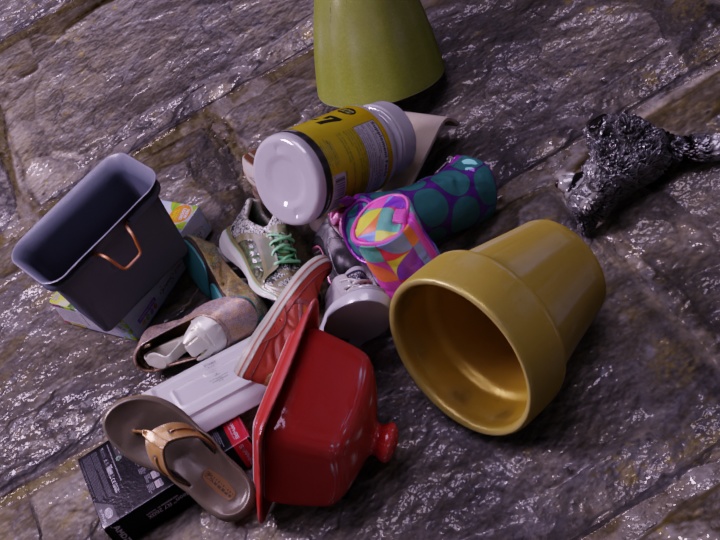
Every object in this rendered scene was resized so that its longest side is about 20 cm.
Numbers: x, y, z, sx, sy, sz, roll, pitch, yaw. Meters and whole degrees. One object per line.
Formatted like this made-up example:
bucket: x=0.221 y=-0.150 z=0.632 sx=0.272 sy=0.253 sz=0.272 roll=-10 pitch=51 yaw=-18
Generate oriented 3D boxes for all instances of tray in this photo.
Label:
tray: x=-0.165 y=0.132 z=1.632 sx=0.198 sy=0.022 sz=0.107 roll=-27 pitch=42 yaw=-15

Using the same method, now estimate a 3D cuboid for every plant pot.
plant pot: x=0.009 y=-0.355 z=1.900 sx=0.185 sy=0.202 sz=0.188 roll=-11 pitch=28 yaw=6
plant pot: x=0.163 y=0.045 z=1.504 sx=0.199 sy=0.203 sz=0.188 roll=21 pitch=47 yaw=39

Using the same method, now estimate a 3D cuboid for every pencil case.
pencil case: x=0.066 y=0.004 z=1.583 sx=0.088 sy=0.201 sz=0.089 roll=-21 pitch=40 yaw=19
pencil case: x=0.072 y=-0.076 z=1.677 sx=0.199 sy=0.093 sz=0.085 roll=-23 pitch=-3 yaw=-37

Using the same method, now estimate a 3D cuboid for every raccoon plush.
raccoon plush: x=0.332 y=-0.112 z=1.631 sx=0.198 sy=0.097 sz=0.135 roll=-4 pitch=56 yaw=24

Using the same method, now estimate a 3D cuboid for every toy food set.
toy food set: x=0.031 y=-0.128 z=1.828 sx=0.142 sy=0.061 sz=0.202 roll=11 pitch=65 yaw=34

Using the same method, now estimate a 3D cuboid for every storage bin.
storage bin: x=-0.316 y=-0.024 z=1.764 sx=0.200 sy=0.135 sz=0.145 roll=-47 pitch=44 yaw=-14

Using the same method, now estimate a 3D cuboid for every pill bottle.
pill bottle: x=-0.027 y=-0.138 z=1.696 sx=0.113 sy=0.116 sz=0.199 roll=16 pitch=29 yaw=37

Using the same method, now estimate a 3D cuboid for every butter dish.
butter dish: x=-0.030 y=0.170 z=1.507 sx=0.146 sy=0.201 sz=0.201 roll=16 pitch=53 yaw=8

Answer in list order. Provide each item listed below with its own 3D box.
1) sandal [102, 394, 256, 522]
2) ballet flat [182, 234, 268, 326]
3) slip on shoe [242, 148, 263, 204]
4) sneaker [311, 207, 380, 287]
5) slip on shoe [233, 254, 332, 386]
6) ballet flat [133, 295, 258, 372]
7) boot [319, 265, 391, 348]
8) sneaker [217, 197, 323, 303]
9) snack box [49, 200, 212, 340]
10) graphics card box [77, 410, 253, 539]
sandal: x=-0.202 y=0.208 z=1.546 sx=0.199 sy=0.054 sz=0.081 roll=37 pitch=84 yaw=6
ballet flat: x=-0.175 y=0.014 z=1.793 sx=0.070 sy=0.071 sz=0.200 roll=-34 pitch=43 yaw=-6
slip on shoe: x=-0.105 y=-0.105 z=1.836 sx=0.075 sy=0.061 sz=0.200 roll=-17 pitch=28 yaw=-22
sneaker: x=0.000 y=0.000 z=1.718 sx=0.096 sy=0.078 sz=0.201 roll=-53 pitch=48 yaw=23
slip on shoe: x=-0.080 y=0.061 z=1.626 sx=0.061 sy=0.074 sz=0.201 roll=31 pitch=51 yaw=1
ballet flat: x=-0.208 y=0.088 z=1.707 sx=0.199 sy=0.068 sz=0.067 roll=-23 pitch=18 yaw=38
boot: x=-0.011 y=0.035 z=1.594 sx=0.073 sy=0.200 sz=0.097 roll=14 pitch=64 yaw=-14
sneaker: x=-0.111 y=-0.026 z=1.749 sx=0.076 sy=0.089 sz=0.200 roll=-3 pitch=33 yaw=-43
snack box: x=-0.313 y=-0.007 z=1.884 sx=0.141 sy=0.053 sz=0.201 roll=11 pitch=57 yaw=33
graphics card box: x=-0.227 y=0.223 z=1.628 sx=0.199 sy=0.051 sz=0.126 roll=-32 pitch=44 yaw=-5
